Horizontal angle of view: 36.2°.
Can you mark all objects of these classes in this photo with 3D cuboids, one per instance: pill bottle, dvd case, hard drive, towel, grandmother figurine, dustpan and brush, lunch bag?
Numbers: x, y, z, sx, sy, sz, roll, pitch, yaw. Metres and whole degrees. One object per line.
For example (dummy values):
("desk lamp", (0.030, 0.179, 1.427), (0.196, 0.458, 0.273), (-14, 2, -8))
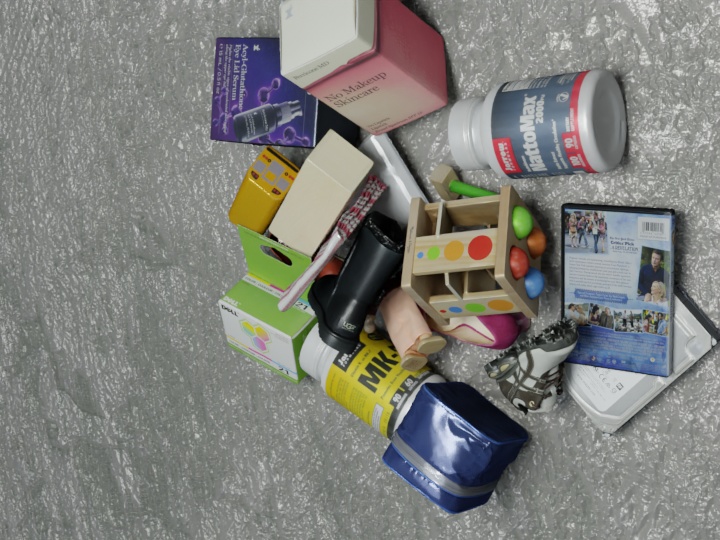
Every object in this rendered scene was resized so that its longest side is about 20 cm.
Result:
("pill bottle", (0.016, 0.152, 1.564), (0.198, 0.114, 0.116), (32, 117, 25))
("dvd case", (0.310, 0.022, 1.337), (0.141, 0.017, 0.204), (6, 105, 35))
("hard drive", (0.333, 0.095, 1.372), (0.140, 0.038, 0.200), (51, 123, 15))
("towel", (-0.039, -0.038, 1.450), (0.030, 0.200, 0.147), (38, 121, -1))
("grandmother figurine", (0.045, 0.040, 1.523), (0.121, 0.060, 0.202), (-39, 55, 22))
("pill bottle", (0.213, -0.174, 1.346), (0.197, 0.119, 0.122), (-2, 100, 36))
("dustpan and brush", (0.003, -0.098, 1.562), (0.199, 0.057, 0.141), (-32, 92, 30))
("lunch bag", (0.124, 0.238, 1.462), (0.135, 0.199, 0.134), (37, 101, 25))

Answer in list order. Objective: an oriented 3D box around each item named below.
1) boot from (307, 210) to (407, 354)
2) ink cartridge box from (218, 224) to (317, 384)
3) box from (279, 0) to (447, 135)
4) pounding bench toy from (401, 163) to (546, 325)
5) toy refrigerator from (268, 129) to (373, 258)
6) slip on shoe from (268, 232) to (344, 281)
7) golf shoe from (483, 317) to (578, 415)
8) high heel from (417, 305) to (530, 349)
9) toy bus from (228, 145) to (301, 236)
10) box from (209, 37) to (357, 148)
("boot", (0.000, 0.000, 1.469), (0.075, 0.201, 0.170), (25, 105, -14))
("ink cartridge box", (-0.136, 0.050, 1.624), (0.146, 0.076, 0.202), (25, 142, 29))
("box", (0.006, -0.275, 1.404), (0.126, 0.199, 0.111), (-19, 62, 34))
("pounding bench toy", (0.155, -0.051, 1.402), (0.153, 0.124, 0.203), (-7, 62, 28))
("toy refrigerator", (-0.055, -0.101, 1.502), (0.075, 0.070, 0.200), (36, 147, 0))
("slip on shoe", (-0.062, 0.001, 1.619), (0.200, 0.061, 0.075), (43, 120, 18))
("golf shoe", (0.231, 0.124, 1.374), (0.096, 0.077, 0.200), (62, 159, 9))
("high heel", (0.124, 0.069, 1.478), (0.197, 0.095, 0.069), (14, 109, 32))
("toy bus", (-0.139, -0.107, 1.583), (0.065, 0.079, 0.200), (35, 156, -3))
("box", (-0.105, -0.249, 1.554), (0.197, 0.104, 0.151), (7, 96, 34))
